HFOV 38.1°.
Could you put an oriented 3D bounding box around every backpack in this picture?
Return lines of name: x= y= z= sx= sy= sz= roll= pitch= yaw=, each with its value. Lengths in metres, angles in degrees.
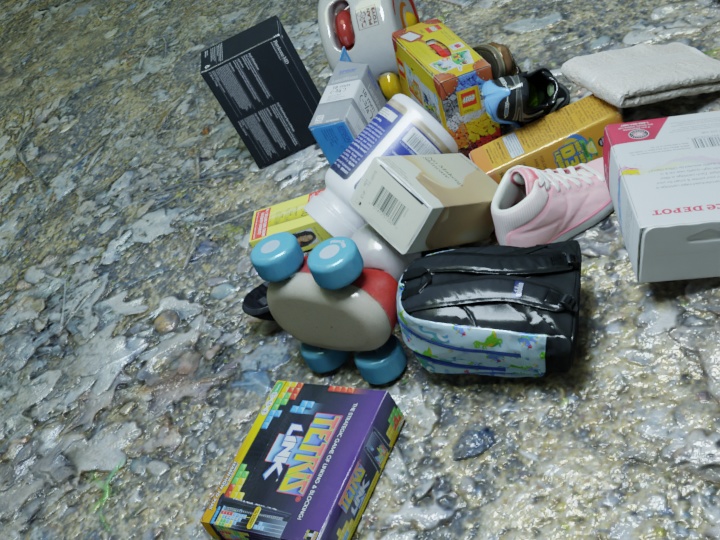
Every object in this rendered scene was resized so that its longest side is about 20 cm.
backpack: x=0.138 y=0.045 z=1.170 sx=0.198 sy=0.154 sz=0.164 roll=8 pitch=50 yaw=4

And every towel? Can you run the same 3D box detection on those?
towel: x=0.379 y=-0.259 z=1.359 sx=0.199 sy=0.035 sz=0.133 roll=-14 pitch=32 yaw=-20

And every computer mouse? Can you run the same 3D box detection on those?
computer mouse: x=-0.052 y=0.026 z=1.394 sx=0.199 sy=0.046 sz=0.140 roll=-34 pitch=32 yaw=-22

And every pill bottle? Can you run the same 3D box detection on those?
pill bottle: x=0.025 y=-0.124 z=1.377 sx=0.200 sy=0.116 sz=0.116 roll=-47 pitch=38 yaw=2

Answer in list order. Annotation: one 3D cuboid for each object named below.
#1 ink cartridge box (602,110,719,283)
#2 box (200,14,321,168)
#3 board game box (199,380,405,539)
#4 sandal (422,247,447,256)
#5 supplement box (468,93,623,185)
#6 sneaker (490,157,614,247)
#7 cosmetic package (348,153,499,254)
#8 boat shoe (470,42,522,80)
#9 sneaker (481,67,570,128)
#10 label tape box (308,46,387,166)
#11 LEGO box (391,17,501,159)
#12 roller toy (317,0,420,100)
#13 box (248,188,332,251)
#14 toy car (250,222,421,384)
ink cartridge box: x=0.362 y=-0.086 z=1.170 sx=0.146 sy=0.086 sz=0.201 roll=-5 pitch=42 yaw=5
box: x=-0.148 y=-0.284 z=1.675 sx=0.140 sy=0.201 sz=0.079 roll=-22 pitch=38 yaw=11
board game box: x=-0.063 y=0.222 z=1.169 sx=0.164 sy=0.057 sz=0.201 roll=-1 pitch=47 yaw=35
sandal: x=0.088 y=-0.063 z=1.390 sx=0.075 sy=0.048 sz=0.201 roll=-2 pitch=45 yaw=32
supplement box: x=0.249 y=-0.159 z=1.372 sx=0.199 sy=0.067 sz=0.069 roll=-26 pitch=37 yaw=8
sneaker: x=0.244 y=-0.100 z=1.280 sx=0.200 sy=0.105 sz=0.075 roll=-36 pitch=36 yaw=-8
cosmetic package: x=0.090 y=-0.086 z=1.275 sx=0.105 sy=0.199 sz=0.071 roll=43 pitch=119 yaw=22
boat shoe: x=0.191 y=-0.280 z=1.470 sx=0.068 sy=0.072 sz=0.200 roll=-21 pitch=-3 yaw=-7
sneaker: x=0.236 y=-0.228 z=1.393 sx=0.082 sy=0.071 sz=0.199 roll=-9 pitch=0 yaw=34
label tape box: x=0.005 y=-0.227 z=1.551 sx=0.063 sy=0.145 sz=0.201 roll=-8 pitch=43 yaw=28
LEGO box: x=0.122 y=-0.249 z=1.480 sx=0.077 sy=0.150 sz=0.200 roll=-20 pitch=36 yaw=-8
roller toy: x=0.025 y=-0.382 z=1.679 sx=0.139 sy=0.183 sz=0.201 roll=-13 pitch=41 yaw=21
box: x=-0.060 y=-0.075 z=1.505 sx=0.199 sy=0.050 sz=0.076 roll=-16 pitch=41 yaw=20
toy car: x=0.000 y=0.000 z=1.279 sx=0.176 sy=0.185 sz=0.200 roll=6 pitch=44 yaw=39
